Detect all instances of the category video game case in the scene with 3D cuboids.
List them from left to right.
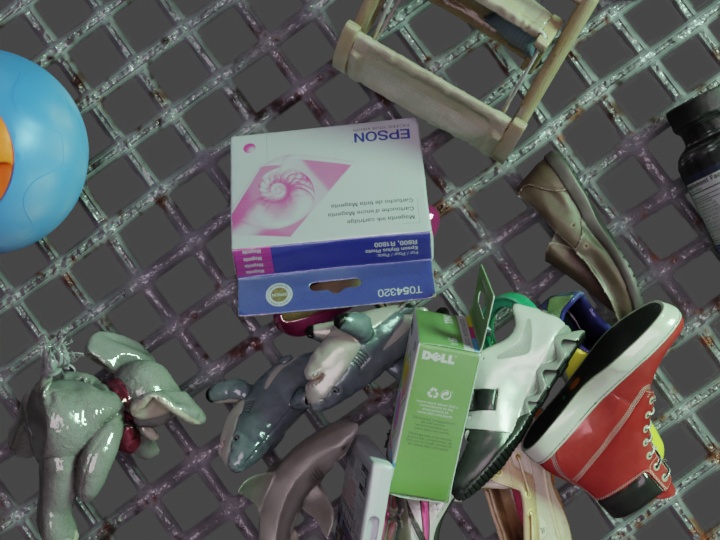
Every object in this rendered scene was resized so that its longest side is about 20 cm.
[{"bbox_3d":[-0.004,0.258,1.164,0.023,0.200,0.182,10,89,-6],"label":"video game case"}]

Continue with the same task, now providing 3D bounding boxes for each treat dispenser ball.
[{"bbox_3d":[-0.367,-0.115,1.194,0.201,0.201,0.201,0,87,2],"label":"treat dispenser ball"}]

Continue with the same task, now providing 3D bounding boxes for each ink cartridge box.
[{"bbox_3d":[-0.030,-0.057,1.217,0.196,0.043,0.200,-6,56,1],"label":"ink cartridge box"},{"bbox_3d":[0.069,0.098,1.121,0.059,0.104,0.200,10,105,-2],"label":"ink cartridge box"}]

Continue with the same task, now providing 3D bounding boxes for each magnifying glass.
[{"bbox_3d":[0.166,0.121,1.240,0.022,0.080,0.200,-19,99,-40],"label":"magnifying glass"}]

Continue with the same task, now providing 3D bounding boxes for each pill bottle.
[{"bbox_3d":[0.385,-0.085,1.214,0.112,0.112,0.200,-25,86,1],"label":"pill bottle"}]

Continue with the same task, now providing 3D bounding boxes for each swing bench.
[{"bbox_3d":[0.098,-0.229,1.194,0.199,0.130,0.200,29,109,3],"label":"swing bench"}]

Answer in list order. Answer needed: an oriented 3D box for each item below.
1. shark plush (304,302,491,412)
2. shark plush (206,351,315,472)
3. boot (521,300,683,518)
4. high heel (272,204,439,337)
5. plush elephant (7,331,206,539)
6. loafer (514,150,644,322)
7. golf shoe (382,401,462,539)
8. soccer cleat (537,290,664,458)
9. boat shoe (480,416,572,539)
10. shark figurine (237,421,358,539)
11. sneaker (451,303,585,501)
[{"bbox_3d":[0.031,0.078,1.199,0.200,0.091,0.083,-10,84,-36],"label":"shark plush"},{"bbox_3d":[-0.056,0.129,1.226,0.200,0.083,0.091,-27,106,-14],"label":"shark plush"},{"bbox_3d":[0.270,0.137,1.167,0.144,0.072,0.200,36,105,-6],"label":"boot"},{"bbox_3d":[0.000,0.000,1.229,0.200,0.096,0.067,-41,87,0],"label":"high heel"},{"bbox_3d":[-0.248,0.145,1.214,0.155,0.165,0.200,-2,122,-31],"label":"plush elephant"},{"bbox_3d":[0.222,-0.021,1.243,0.071,0.073,0.200,-30,82,11],"label":"loafer"},{"bbox_3d":[0.067,0.195,1.233,0.092,0.073,0.200,10,92,-3],"label":"golf shoe"},{"bbox_3d":[0.243,0.110,1.218,0.065,0.084,0.200,-30,85,-37],"label":"soccer cleat"},{"bbox_3d":[0.146,0.203,1.218,0.069,0.074,0.200,-20,87,-32],"label":"boat shoe"},{"bbox_3d":[-0.084,0.243,1.186,0.128,0.089,0.215,-4,65,42],"label":"shark figurine"},{"bbox_3d":[0.126,0.122,1.172,0.088,0.074,0.200,31,78,14],"label":"sneaker"}]
